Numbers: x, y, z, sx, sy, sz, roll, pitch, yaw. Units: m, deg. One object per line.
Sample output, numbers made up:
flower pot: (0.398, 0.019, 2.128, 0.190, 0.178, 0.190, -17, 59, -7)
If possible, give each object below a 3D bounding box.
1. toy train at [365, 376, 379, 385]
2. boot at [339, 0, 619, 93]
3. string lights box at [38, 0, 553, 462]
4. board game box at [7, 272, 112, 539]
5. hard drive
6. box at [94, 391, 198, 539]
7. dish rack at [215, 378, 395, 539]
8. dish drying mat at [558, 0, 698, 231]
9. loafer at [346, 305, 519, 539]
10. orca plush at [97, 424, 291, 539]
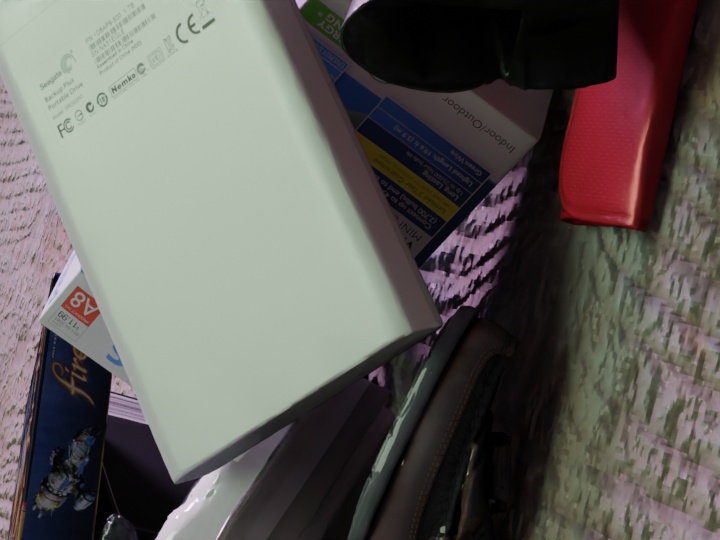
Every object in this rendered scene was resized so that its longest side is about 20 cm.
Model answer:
toy train: (0.000, 0.000, 1.265, 0.046, 0.034, 0.201, 117, 162, -74)
boot: (0.015, -0.129, 1.033, 0.200, 0.164, 0.066, -85, -22, -48)
string lights box: (-0.026, -0.028, 1.132, 0.200, 0.103, 0.059, -48, 12, 31)
board game box: (-0.145, 0.122, 1.354, 0.136, 0.034, 0.201, 111, 166, -57)
hard drive: (-0.060, -0.040, 1.074, 0.132, 0.027, 0.200, -33, 74, 36)
box: (-0.118, 0.161, 1.467, 0.200, 0.079, 0.142, -123, 51, -69)
dish rack: (-0.036, 0.137, 1.134, 0.200, 0.043, 0.172, -53, -15, -63)
dish drying mat: (0.103, -0.114, 1.011, 0.077, 0.018, 0.201, -170, 93, -74)
loafer: (0.024, 0.112, 1.060, 0.072, 0.063, 0.201, -36, -31, -73)
orca plush: (-0.059, 0.122, 1.307, 0.071, 0.105, 0.201, 41, -125, -72)
